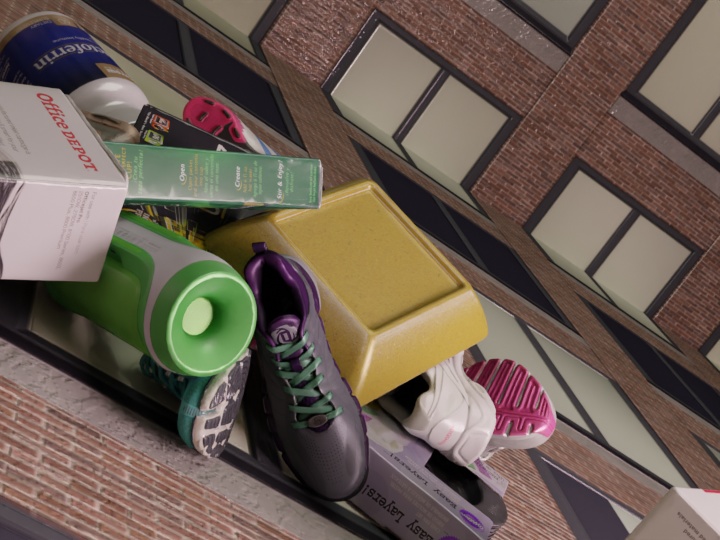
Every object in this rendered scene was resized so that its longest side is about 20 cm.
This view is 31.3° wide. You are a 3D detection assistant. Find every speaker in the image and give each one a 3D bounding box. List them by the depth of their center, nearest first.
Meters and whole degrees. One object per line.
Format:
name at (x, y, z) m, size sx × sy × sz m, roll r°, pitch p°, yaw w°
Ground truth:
speaker at (-0.160, 0.010, 0.927) m, size 0.088 × 0.089 × 0.199 m, roll 25°, pitch -2°, yaw -42°

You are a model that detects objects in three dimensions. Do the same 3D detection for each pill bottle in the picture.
pill bottle at (-0.277, -0.159, 1.269) m, size 0.200 × 0.116 × 0.115 m, roll 45°, pitch 14°, yaw 32°

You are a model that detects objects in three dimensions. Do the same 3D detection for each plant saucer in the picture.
plant saucer at (0.000, 0.000, 1.101) m, size 0.200 × 0.049 × 0.199 m, roll 47°, pitch 41°, yaw 19°

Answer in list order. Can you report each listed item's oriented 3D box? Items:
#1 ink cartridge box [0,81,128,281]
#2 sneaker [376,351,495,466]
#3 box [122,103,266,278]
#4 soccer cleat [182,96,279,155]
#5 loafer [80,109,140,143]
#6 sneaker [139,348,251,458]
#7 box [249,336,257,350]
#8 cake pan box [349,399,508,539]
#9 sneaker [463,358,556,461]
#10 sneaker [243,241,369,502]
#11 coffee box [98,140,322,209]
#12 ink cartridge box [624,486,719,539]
ink cartridge box at (-0.277, -0.066, 0.860) m, size 0.199 × 0.085 × 0.145 m, roll 2°, pitch 32°, yaw -37°
sneaker at (0.045, 0.085, 1.142) m, size 0.099 × 0.078 × 0.200 m, roll 26°, pitch 15°, yaw -30°
box at (-0.147, -0.043, 1.123) m, size 0.160 × 0.049 × 0.201 m, roll 26°, pitch 40°, yaw -12°
soccer cleat at (-0.159, -0.153, 1.736) m, size 0.200 × 0.070 × 0.086 m, roll 40°, pitch -4°, yaw 4°
loafer at (-0.268, -0.117, 1.125) m, size 0.199 × 0.063 × 0.072 m, roll 22°, pitch -38°, yaw 40°
sneaker at (-0.127, 0.079, 0.961) m, size 0.079 × 0.078 × 0.200 m, roll 14°, pitch 13°, yaw -10°
box at (-0.039, 0.036, 1.261) m, size 0.199 × 0.096 × 0.100 m, roll 24°, pitch 17°, yaw -46°
cake pan box at (0.035, 0.165, 1.102) m, size 0.200 × 0.052 × 0.184 m, roll 39°, pitch 14°, yaw 7°
sneaker at (0.111, 0.137, 1.215) m, size 0.199 × 0.082 × 0.088 m, roll 8°, pitch -39°, yaw 51°
sneaker at (-0.051, 0.078, 0.976) m, size 0.088 × 0.074 × 0.202 m, roll 52°, pitch 17°, yaw -75°
coffee box at (-0.144, -0.072, 1.013) m, size 0.199 × 0.044 × 0.122 m, roll 1°, pitch 2°, yaw -39°
ink cartridge box at (0.200, 0.251, 0.893) m, size 0.084 × 0.200 × 0.144 m, roll 46°, pitch 15°, yaw 29°
